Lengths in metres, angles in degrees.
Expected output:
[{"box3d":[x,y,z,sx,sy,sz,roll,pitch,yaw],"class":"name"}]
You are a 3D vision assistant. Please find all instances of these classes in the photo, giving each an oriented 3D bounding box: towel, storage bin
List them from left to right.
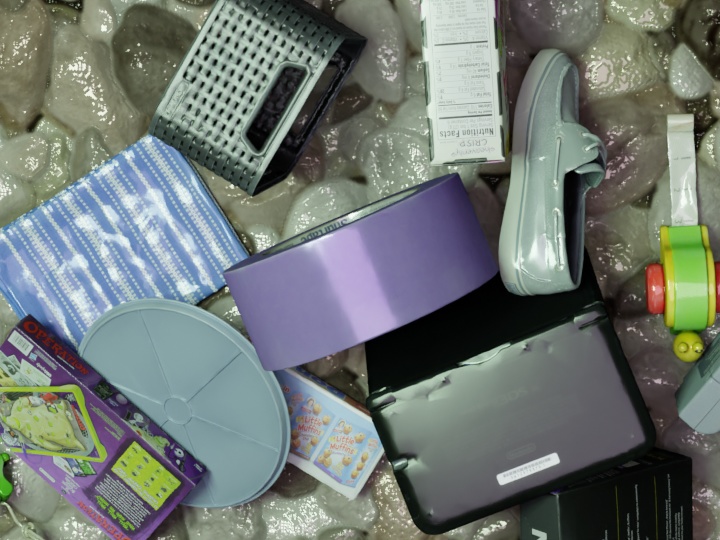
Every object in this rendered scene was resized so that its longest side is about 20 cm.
[{"box3d":[-0.210,-0.012,1.319,0.200,0.024,0.145,-32,94,9],"class":"towel"},{"box3d":[-0.075,-0.144,1.195,0.094,0.200,0.135,32,100,2],"class":"storage bin"}]

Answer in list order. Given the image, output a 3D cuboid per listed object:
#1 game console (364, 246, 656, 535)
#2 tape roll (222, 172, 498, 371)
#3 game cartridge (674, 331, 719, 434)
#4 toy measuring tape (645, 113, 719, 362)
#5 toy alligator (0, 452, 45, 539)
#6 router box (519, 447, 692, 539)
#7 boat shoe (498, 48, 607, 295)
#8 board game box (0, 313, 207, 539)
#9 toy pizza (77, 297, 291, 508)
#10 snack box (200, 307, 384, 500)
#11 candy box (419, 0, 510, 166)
[{"box3d":[0.114,0.091,1.235,0.200,0.116,0.176,-23,85,11],"class":"game console"},{"box3d":[0.000,0.000,1.208,0.200,0.200,0.085,-23,95,9],"class":"tape roll"},{"box3d":[0.319,0.038,1.212,0.042,0.133,0.200,36,100,0],"class":"game cartridge"},{"box3d":[0.261,-0.024,1.242,0.073,0.074,0.200,-2,98,6],"class":"toy measuring tape"},{"box3d":[-0.332,0.163,1.343,0.200,0.059,0.054,38,59,0],"class":"toy alligator"},{"box3d":[0.201,0.255,1.253,0.149,0.051,0.200,-8,100,-34],"class":"router box"},{"box3d":[0.160,-0.077,1.222,0.071,0.070,0.201,3,78,29],"class":"boat shoe"},{"box3d":[-0.236,0.141,1.317,0.200,0.032,0.120,42,122,-1],"class":"board game box"},{"box3d":[-0.146,0.109,1.296,0.200,0.032,0.200,10,119,19],"class":"toy pizza"},{"box3d":[-0.072,0.113,1.319,0.200,0.024,0.072,31,100,2],"class":"snack box"},{"box3d":[0.081,-0.185,1.206,0.061,0.136,0.200,-2,98,8],"class":"candy box"}]
